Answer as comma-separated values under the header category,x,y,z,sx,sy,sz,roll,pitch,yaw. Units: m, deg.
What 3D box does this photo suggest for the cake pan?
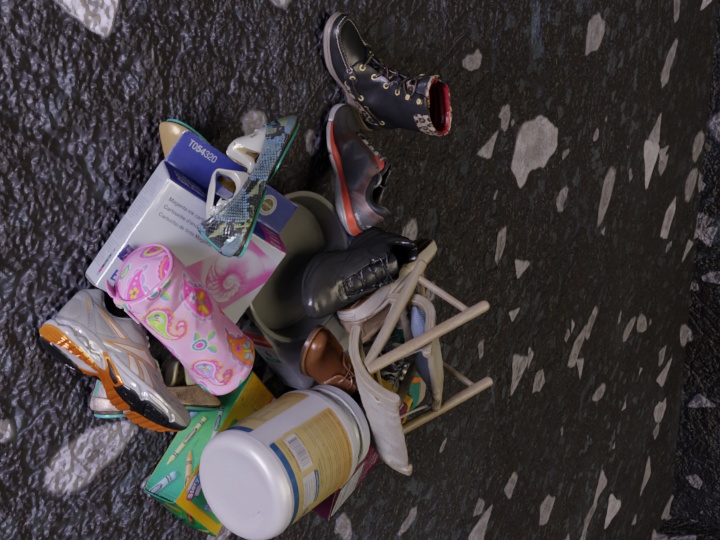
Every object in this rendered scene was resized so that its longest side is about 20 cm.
category,x,y,z,sx,sy,sz,roll,pitch,yaw
cake pan,-0.092,-0.006,1.328,0.200,0.037,0.201,-12,106,-49

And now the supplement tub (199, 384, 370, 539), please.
category,x,y,z,sx,sy,sz,roll,pitch,yaw
supplement tub,-0.093,0.240,1.294,0.200,0.144,0.145,-26,124,-50

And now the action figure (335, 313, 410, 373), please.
category,x,y,z,sx,sy,sz,roll,pitch,yaw
action figure,0.020,0.064,1.494,0.102,0.119,0.200,-25,139,2

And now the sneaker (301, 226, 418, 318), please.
category,x,y,z,sx,sy,sz,roll,pitch,yaw
sneaker,0.000,0.000,1.340,0.200,0.091,0.076,-40,125,-37

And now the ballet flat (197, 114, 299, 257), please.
category,x,y,z,sx,sy,sz,roll,pitch,yaw
ballet flat,-0.128,-0.110,1.132,0.074,0.074,0.200,61,40,-48

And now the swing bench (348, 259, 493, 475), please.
category,x,y,z,sx,sy,sz,roll,pitch,yaw
swing bench,0.069,0.134,1.356,0.200,0.130,0.199,-43,149,-24

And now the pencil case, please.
category,x,y,z,sx,sy,sz,roll,pitch,yaw
pencil case,-0.196,0.056,1.118,0.088,0.087,0.200,-59,139,-23

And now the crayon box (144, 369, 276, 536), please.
category,x,y,z,sx,sy,sz,roll,pitch,yaw
crayon box,-0.188,0.237,1.337,0.200,0.058,0.119,-60,145,-23

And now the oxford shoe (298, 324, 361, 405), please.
category,x,y,z,sx,sy,sz,roll,pitch,yaw
oxford shoe,-0.033,0.134,1.382,0.071,0.071,0.200,-58,156,-17

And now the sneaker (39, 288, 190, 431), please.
category,x,y,z,sx,sy,sz,roll,pitch,yaw
sneaker,-0.253,0.098,1.116,0.200,0.076,0.092,47,51,-23

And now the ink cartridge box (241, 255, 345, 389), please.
category,x,y,z,sx,sy,sz,roll,pitch,yaw
ink cartridge box,-0.107,0.066,1.393,0.109,0.050,0.200,-57,134,-25

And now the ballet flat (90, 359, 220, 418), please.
category,x,y,z,sx,sy,sz,roll,pitch,yaw
ballet flat,-0.240,0.141,1.216,0.200,0.068,0.068,9,80,-59

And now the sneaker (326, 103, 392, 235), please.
category,x,y,z,sx,sy,sz,roll,pitch,yaw
sneaker,0.006,-0.146,1.395,0.077,0.082,0.201,39,39,-63

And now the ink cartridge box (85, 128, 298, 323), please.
category,x,y,z,sx,sy,sz,roll,pitch,yaw
ink cartridge box,-0.183,-0.030,1.163,0.196,0.043,0.200,33,94,-43

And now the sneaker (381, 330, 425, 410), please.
category,x,y,z,sx,sy,sz,roll,pitch,yaw
sneaker,0.070,0.166,1.691,0.080,0.071,0.201,-43,138,-46

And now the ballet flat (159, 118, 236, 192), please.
category,x,y,z,sx,sy,sz,roll,pitch,yaw
ballet flat,-0.183,-0.100,1.193,0.200,0.068,0.063,50,57,-52

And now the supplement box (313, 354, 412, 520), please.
category,x,y,z,sx,sy,sz,roll,pitch,yaw
supplement box,-0.033,0.245,1.490,0.200,0.131,0.103,-43,159,-38

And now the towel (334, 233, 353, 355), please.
category,x,y,z,sx,sy,sz,roll,pitch,yaw
towel,-0.030,0.045,1.534,0.147,0.024,0.201,-32,127,-44

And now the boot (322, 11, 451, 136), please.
category,x,y,z,sx,sy,sz,roll,pitch,yaw
boot,0.039,-0.266,1.388,0.073,0.150,0.200,-54,142,-29

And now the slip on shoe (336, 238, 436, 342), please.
category,x,y,z,sx,sy,sz,roll,pitch,yaw
slip on shoe,0.044,0.025,1.418,0.200,0.076,0.061,-45,121,-39
